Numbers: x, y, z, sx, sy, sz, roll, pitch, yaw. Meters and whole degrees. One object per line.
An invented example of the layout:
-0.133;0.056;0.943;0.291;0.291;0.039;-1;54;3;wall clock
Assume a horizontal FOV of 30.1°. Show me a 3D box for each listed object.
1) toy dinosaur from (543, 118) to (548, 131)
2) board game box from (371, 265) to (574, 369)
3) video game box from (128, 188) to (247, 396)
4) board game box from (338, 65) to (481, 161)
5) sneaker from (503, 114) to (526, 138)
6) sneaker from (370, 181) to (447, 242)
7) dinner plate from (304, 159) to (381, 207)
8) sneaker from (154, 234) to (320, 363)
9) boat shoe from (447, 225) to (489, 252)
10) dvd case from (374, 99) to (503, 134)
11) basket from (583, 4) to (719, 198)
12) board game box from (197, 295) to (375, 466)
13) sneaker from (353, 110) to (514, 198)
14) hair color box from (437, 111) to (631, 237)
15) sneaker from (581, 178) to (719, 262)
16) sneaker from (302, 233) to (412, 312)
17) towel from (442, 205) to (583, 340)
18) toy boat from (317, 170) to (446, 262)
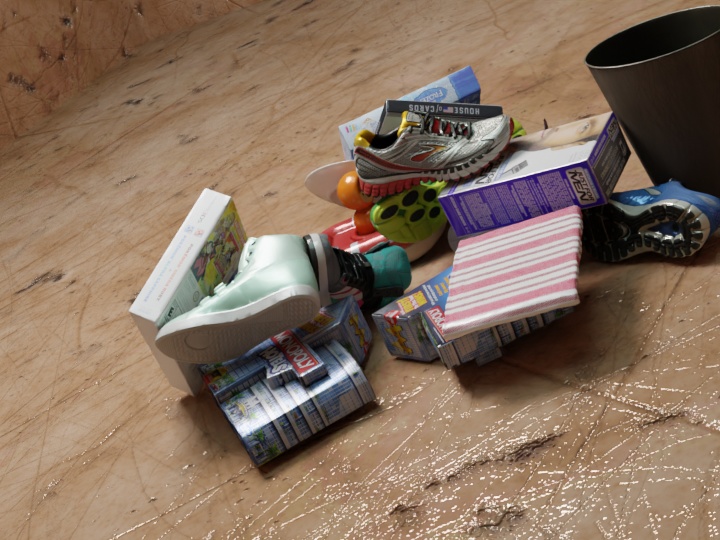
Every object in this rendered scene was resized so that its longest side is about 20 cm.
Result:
0.201;-0.103;1.679;0.200;0.058;0.101;-49;-17;30;toy dinosaur
0.120;0.048;1.468;0.198;0.062;0.200;-26;21;1;board game box
-0.194;0.029;1.625;0.046;0.201;0.183;22;65;20;video game box
0.071;-0.195;1.886;0.197;0.044;0.200;-25;-13;-2;board game box
0.154;-0.172;1.896;0.199;0.075;0.083;-22;2;40;sneaker
0.072;-0.094;1.671;0.083;0.075;0.200;9;31;36;sneaker
0.022;-0.113;1.862;0.198;0.025;0.200;-1;-15;0;dinner plate
-0.141;0.029;1.525;0.199;0.074;0.119;-20;47;11;sneaker
0.206;-0.061;1.635;0.198;0.073;0.071;-14;9;14;boat shoe
0.092;-0.170;1.746;0.149;0.025;0.200;2;-17;-7;dvd case
0.369;-0.175;1.511;0.179;0.201;0.136;-9;27;37;basket
-0.067;0.113;1.510;0.199;0.062;0.200;-30;21;-10;board game box
0.082;-0.147;1.558;0.198;0.083;0.078;-14;25;15;sneaker
0.199;-0.109;1.535;0.198;0.065;0.110;-11;29;35;hair color box
0.321;-0.056;1.489;0.089;0.079;0.199;-23;19;-35;sneaker
0.000;0.000;1.608;0.119;0.084;0.200;-15;-20;0;sneaker
0.164;0.004;1.405;0.145;0.030;0.201;-18;25;19;towel
0.013;-0.072;1.772;0.198;0.132;0.131;-22;22;9;toy boat
